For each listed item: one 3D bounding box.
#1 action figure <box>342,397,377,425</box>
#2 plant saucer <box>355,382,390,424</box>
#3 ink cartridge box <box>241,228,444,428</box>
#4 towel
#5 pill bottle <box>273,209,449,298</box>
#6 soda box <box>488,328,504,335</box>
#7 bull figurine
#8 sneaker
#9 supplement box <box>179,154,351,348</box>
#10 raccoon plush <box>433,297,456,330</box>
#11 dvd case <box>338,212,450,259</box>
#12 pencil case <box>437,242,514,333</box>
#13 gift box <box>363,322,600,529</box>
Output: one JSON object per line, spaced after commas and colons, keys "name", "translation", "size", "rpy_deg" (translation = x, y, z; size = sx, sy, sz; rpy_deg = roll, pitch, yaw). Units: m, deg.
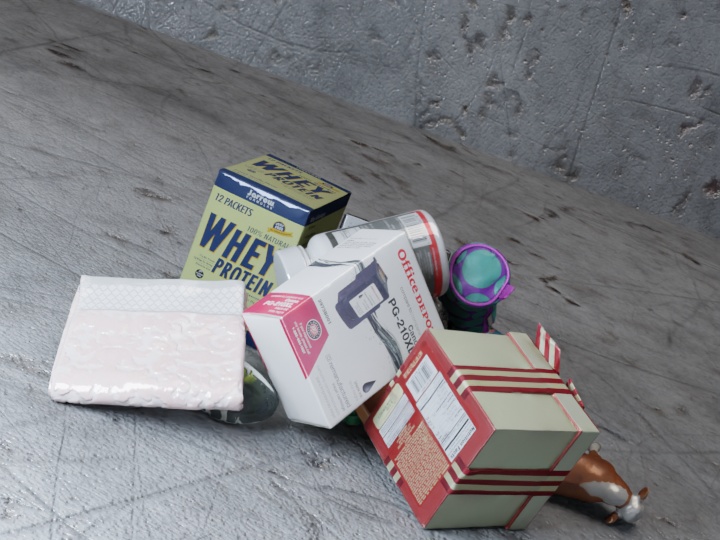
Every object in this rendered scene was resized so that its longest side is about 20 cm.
{"name": "action figure", "translation": [0.004, 0.142, 1.563], "size": [0.118, 0.055, 0.200], "rpy_deg": [56, 35, 3]}
{"name": "plant saucer", "translation": [0.058, 0.146, 1.547], "size": [0.200, 0.032, 0.201], "rpy_deg": [24, 45, -27]}
{"name": "ink cartridge box", "translation": [-0.014, 0.061, 1.426], "size": [0.200, 0.145, 0.084], "rpy_deg": [-36, 23, -33]}
{"name": "towel", "translation": [-0.222, 0.075, 1.367], "size": [0.199, 0.032, 0.191], "rpy_deg": [3, 40, -4]}
{"name": "pill bottle", "translation": [0.000, 0.000, 1.570], "size": [0.199, 0.114, 0.114], "rpy_deg": [-14, 28, -13]}
{"name": "soda box", "translation": [0.125, 0.115, 1.804], "size": [0.064, 0.069, 0.200], "rpy_deg": [34, 21, 34]}
{"name": "bull figurine", "translation": [0.265, 0.252, 1.576], "size": [0.200, 0.065, 0.121], "rpy_deg": [21, 12, -12]}
{"name": "sneaker", "translation": [-0.179, 0.106, 1.431], "size": [0.200, 0.075, 0.085], "rpy_deg": [25, 16, 7]}
{"name": "supplement box", "translation": [-0.131, -0.032, 1.701], "size": [0.134, 0.200, 0.200], "rpy_deg": [25, 16, 9]}
{"name": "raccoon plush", "translation": [0.139, 0.104, 1.698], "size": [0.096, 0.201, 0.134], "rpy_deg": [-15, 16, 4]}
{"name": "dvd case", "translation": [0.015, 0.043, 1.661], "size": [0.150, 0.200, 0.025], "rpy_deg": [20, 6, -8]}
{"name": "pencil case", "translation": [0.152, 0.030, 1.686], "size": [0.092, 0.085, 0.200], "rpy_deg": [40, -11, 10]}
{"name": "gift box", "translation": [0.139, 0.164, 1.422], "size": [0.186, 0.185, 0.200], "rpy_deg": [8, 40, -37]}
